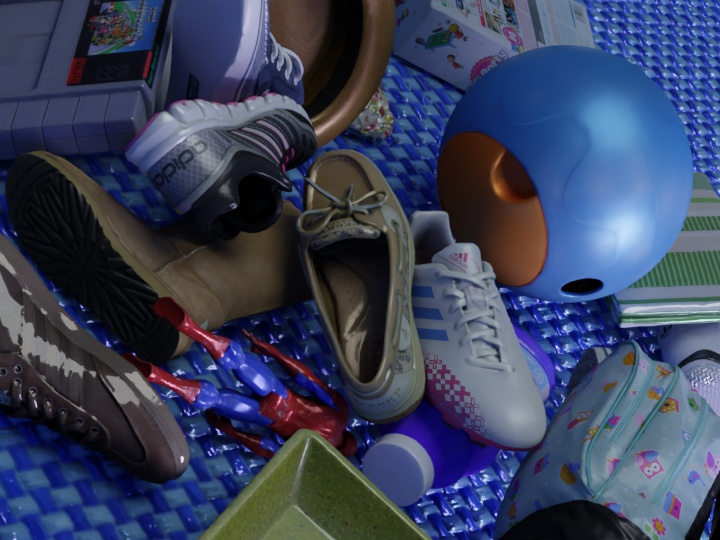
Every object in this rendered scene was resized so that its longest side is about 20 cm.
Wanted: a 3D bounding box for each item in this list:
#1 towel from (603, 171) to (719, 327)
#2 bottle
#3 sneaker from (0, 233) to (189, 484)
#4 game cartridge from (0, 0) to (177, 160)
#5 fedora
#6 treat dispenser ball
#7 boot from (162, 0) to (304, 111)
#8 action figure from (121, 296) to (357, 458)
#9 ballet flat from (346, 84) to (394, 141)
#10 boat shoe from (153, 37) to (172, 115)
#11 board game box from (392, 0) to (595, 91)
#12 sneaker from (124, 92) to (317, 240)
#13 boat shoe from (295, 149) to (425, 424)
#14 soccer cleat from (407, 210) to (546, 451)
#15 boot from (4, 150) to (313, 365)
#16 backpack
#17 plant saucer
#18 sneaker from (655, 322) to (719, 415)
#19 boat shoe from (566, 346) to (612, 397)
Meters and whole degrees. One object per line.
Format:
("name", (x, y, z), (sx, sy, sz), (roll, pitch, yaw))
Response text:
("towel", (0.253, -0.020, 1.644), (0.152, 0.023, 0.200), (-2, 36, -14))
("bottle", (0.065, 0.100, 1.355), (0.084, 0.065, 0.200), (40, 33, 10))
("sneaker", (-0.191, 0.065, 1.157), (0.200, 0.070, 0.076), (46, 60, 2))
("game cartridge", (-0.197, -0.148, 1.340), (0.200, 0.129, 0.038), (-86, 165, -51))
("fedora", (-0.067, -0.188, 1.481), (0.200, 0.201, 0.082), (15, 10, -34))
("treat dispenser ball", (0.159, -0.075, 1.528), (0.201, 0.201, 0.201), (26, 36, -21))
("boot", (-0.080, -0.149, 1.361), (0.090, 0.200, 0.073), (-22, 62, -33))
("action figure", (-0.066, 0.079, 1.238), (0.200, 0.065, 0.052), (34, -7, -42))
("ballet flat", (-0.045, -0.177, 1.564), (0.200, 0.064, 0.076), (33, 34, -14))
("boat shoe", (-0.165, -0.171, 1.439), (0.068, 0.072, 0.200), (4, 53, 5))
("board game box", (0.121, -0.219, 1.779), (0.200, 0.064, 0.148), (25, 36, -25))
("sneaker", (-0.078, -0.063, 1.292), (0.088, 0.074, 0.200), (57, 22, 9))
("boat shoe", (0.000, 0.000, 1.293), (0.063, 0.073, 0.200), (56, 16, -62))
("soccer cleat", (0.068, 0.036, 1.307), (0.070, 0.086, 0.200), (-2, 37, -28))
("boot", (-0.125, -0.025, 1.317), (0.175, 0.066, 0.200), (51, 32, 7))
("backpack", (0.169, 0.145, 1.275), (0.127, 0.167, 0.200), (46, 49, -9))
("plant saucer", (-0.013, 0.215, 1.161), (0.200, 0.048, 0.200), (43, 33, 2))
("sneaker", (0.328, 0.076, 1.637), (0.200, 0.075, 0.115), (14, 45, -30))
("boat shoe", (0.195, 0.133, 1.443), (0.062, 0.075, 0.200), (24, 32, -14))
